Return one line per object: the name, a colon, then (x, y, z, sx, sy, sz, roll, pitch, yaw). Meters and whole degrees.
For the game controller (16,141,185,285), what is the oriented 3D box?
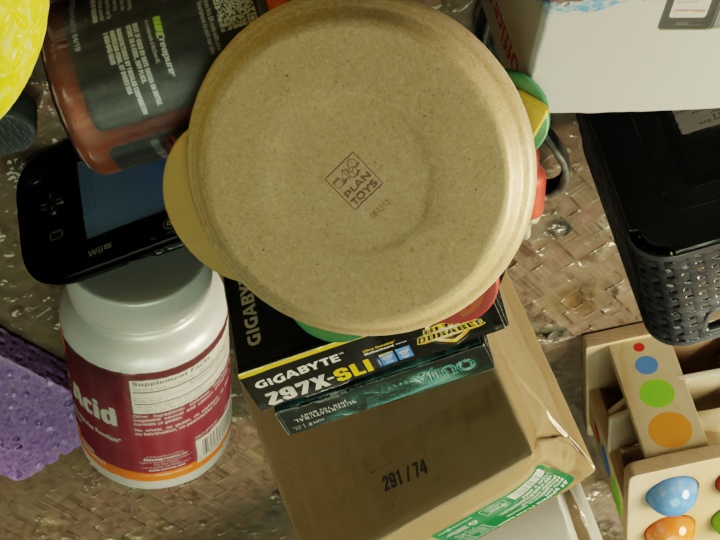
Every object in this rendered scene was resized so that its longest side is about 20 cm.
game controller: (-0.121, -0.058, 1.022, 0.200, 0.104, 0.042, -20, 136, 9)

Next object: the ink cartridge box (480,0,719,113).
ink cartridge box: (0.154, -0.206, 0.889, 0.146, 0.147, 0.200, -3, 139, -12)

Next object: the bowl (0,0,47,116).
bowl: (-0.226, -0.161, 0.847, 0.108, 0.200, 0.200, -34, 162, -48)

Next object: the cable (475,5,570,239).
cable: (0.107, -0.094, 1.078, 0.097, 0.050, 0.200, 0, 139, -11)

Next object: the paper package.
paper package: (0.035, 0.106, 1.175, 0.200, 0.191, 0.103, -34, 153, 22)

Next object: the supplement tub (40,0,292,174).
supplement tub: (-0.076, -0.131, 0.948, 0.200, 0.107, 0.107, -16, 139, 4)

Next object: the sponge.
sponge: (-0.286, 0.087, 1.205, 0.111, 0.030, 0.200, -33, 136, 23)

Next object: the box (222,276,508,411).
box: (-0.009, -0.027, 1.011, 0.159, 0.200, 0.049, -18, 141, 7)

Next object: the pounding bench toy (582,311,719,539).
pounding bench toy: (0.259, 0.159, 1.325, 0.124, 0.156, 0.200, -11, 140, -1)

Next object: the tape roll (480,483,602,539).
tape roll: (0.126, 0.247, 1.358, 0.139, 0.203, 0.203, -22, 139, 10)

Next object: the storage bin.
storage bin: (0.216, -0.069, 1.019, 0.135, 0.200, 0.094, -16, 140, 5)

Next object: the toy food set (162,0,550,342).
toy food set: (0.001, -0.053, 0.892, 0.198, 0.049, 0.200, 30, 111, 0)

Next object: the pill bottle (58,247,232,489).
pill bottle: (-0.148, 0.052, 1.133, 0.114, 0.114, 0.200, -6, 139, -7)

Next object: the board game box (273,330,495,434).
board game box: (0.000, 0.000, 1.043, 0.135, 0.200, 0.028, -19, 137, 9)

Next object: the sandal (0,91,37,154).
sandal: (-0.295, -0.100, 0.980, 0.200, 0.043, 0.076, 3, 158, -17)
